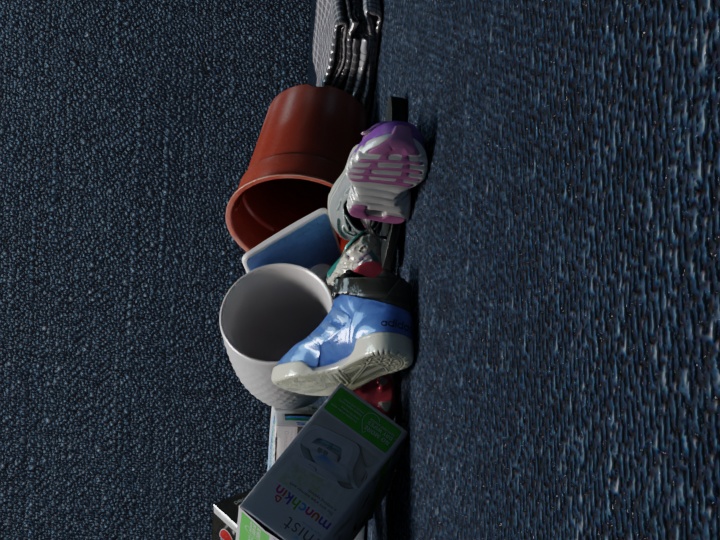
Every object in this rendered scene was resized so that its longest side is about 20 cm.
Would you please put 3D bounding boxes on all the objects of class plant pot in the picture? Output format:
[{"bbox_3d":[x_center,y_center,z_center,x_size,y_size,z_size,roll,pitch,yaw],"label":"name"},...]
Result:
[{"bbox_3d":[-0.068,-0.134,1.940,0.201,0.199,0.196,100,179,-52],"label":"plant pot"}]

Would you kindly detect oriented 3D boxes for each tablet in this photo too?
[{"bbox_3d":[-0.080,0.007,1.893,0.014,0.130,0.200,52,168,35],"label":"tablet"}]

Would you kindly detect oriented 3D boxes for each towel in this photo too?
[{"bbox_3d":[-0.023,-0.321,2.021,0.166,0.085,0.201,-94,9,-48],"label":"towel"}]

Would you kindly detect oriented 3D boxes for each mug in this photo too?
[{"bbox_3d":[-0.084,0.079,1.855,0.201,0.147,0.176,-57,-21,-26],"label":"mug"}]

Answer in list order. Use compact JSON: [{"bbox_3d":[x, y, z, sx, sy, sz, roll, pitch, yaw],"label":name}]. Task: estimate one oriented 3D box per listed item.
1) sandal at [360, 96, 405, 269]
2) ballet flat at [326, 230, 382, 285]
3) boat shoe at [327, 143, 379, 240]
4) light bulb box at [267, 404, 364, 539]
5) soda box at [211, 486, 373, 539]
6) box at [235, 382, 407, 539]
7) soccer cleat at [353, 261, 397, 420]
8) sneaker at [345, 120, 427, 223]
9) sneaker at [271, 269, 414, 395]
[{"bbox_3d":[0.023,-0.099,1.621,0.075,0.048,0.202,117,156,-76],"label":"sandal"},{"bbox_3d":[0.000,0.000,1.730,0.200,0.071,0.072,135,138,-82],"label":"ballet flat"},{"bbox_3d":[-0.003,-0.079,1.759,0.201,0.070,0.072,110,168,-61],"label":"boat shoe"},{"bbox_3d":[-0.061,0.288,1.885,0.200,0.124,0.200,-158,71,-85],"label":"light bulb box"},{"bbox_3d":[-0.076,0.283,1.676,0.071,0.199,0.064,31,127,41],"label":"soda box"},{"bbox_3d":[-0.045,0.248,1.515,0.177,0.096,0.200,-49,-13,-26],"label":"box"},{"bbox_3d":[0.010,0.088,1.596,0.077,0.066,0.201,94,174,-63],"label":"soccer cleat"},{"bbox_3d":[0.027,-0.120,1.481,0.200,0.080,0.089,108,172,-72],"label":"sneaker"},{"bbox_3d":[-0.017,0.062,1.516,0.199,0.076,0.112,-24,53,47],"label":"sneaker"}]
